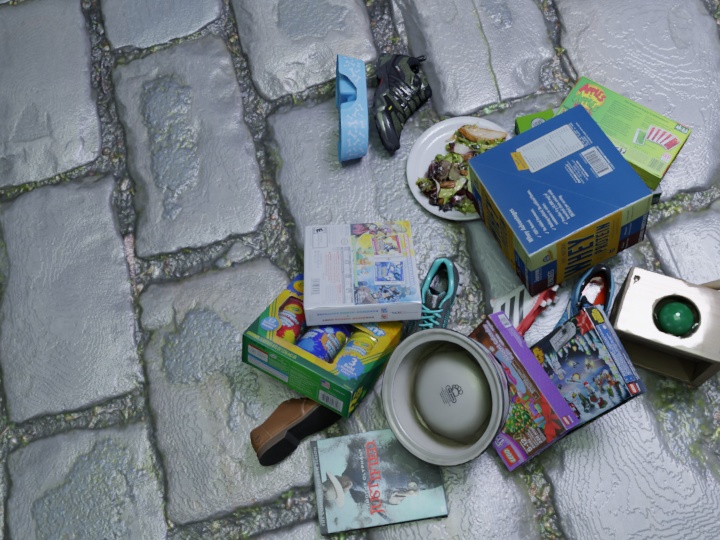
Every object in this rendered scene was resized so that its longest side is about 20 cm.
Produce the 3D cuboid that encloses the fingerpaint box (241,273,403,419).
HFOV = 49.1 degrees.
[{"bbox_3d":[-0.059,0.113,1.247,0.199,0.074,0.167,26,46,17],"label":"fingerpaint box"}]

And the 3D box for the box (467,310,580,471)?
[{"bbox_3d":[0.220,0.182,1.187,0.039,0.137,0.200,-12,60,-41],"label":"box"}]

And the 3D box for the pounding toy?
[{"bbox_3d":[0.469,0.064,1.148,0.183,0.200,0.143,18,74,14],"label":"pounding toy"}]

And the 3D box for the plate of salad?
[{"bbox_3d":[0.178,-0.183,1.365,0.199,0.048,0.201,-3,71,8],"label":"plate of salad"}]

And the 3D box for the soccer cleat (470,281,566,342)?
[{"bbox_3d":[0.255,0.053,1.260,0.085,0.069,0.200,32,79,27],"label":"soccer cleat"}]

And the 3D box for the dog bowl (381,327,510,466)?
[{"bbox_3d":[0.133,0.183,1.169,0.199,0.074,0.201,0,89,34],"label":"dog bowl"}]

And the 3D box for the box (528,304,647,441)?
[{"bbox_3d":[0.306,0.158,1.153,0.040,0.200,0.137,-7,62,-35],"label":"box"}]

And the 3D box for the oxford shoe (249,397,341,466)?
[{"bbox_3d":[-0.090,0.224,1.256,0.199,0.071,0.071,-32,50,-9],"label":"oxford shoe"}]

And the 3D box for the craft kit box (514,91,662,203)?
[{"bbox_3d":[0.382,-0.189,1.338,0.199,0.049,0.198,-13,67,4],"label":"craft kit box"}]

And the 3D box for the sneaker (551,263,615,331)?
[{"bbox_3d":[0.342,0.076,1.223,0.078,0.090,0.201,16,77,15],"label":"sneaker"}]

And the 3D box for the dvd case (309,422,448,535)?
[{"bbox_3d":[0.027,0.322,1.224,0.199,0.022,0.147,-10,69,6],"label":"dvd case"}]

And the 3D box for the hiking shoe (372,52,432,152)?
[{"bbox_3d":[0.077,-0.307,1.410,0.100,0.076,0.201,-3,69,12],"label":"hiking shoe"}]

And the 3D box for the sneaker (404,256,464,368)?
[{"bbox_3d":[0.112,0.066,1.264,0.077,0.091,0.201,10,73,13],"label":"sneaker"}]

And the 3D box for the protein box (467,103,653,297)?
[{"bbox_3d":[0.300,-0.108,1.212,0.199,0.135,0.199,-27,59,-1],"label":"protein box"}]

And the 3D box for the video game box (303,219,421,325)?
[{"bbox_3d":[0.000,0.000,1.276,0.181,0.047,0.201,-5,43,1],"label":"video game box"}]

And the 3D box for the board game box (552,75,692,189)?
[{"bbox_3d":[0.423,-0.228,1.297,0.200,0.048,0.102,33,78,18],"label":"board game box"}]

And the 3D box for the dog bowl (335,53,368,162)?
[{"bbox_3d":[-0.016,-0.290,1.405,0.049,0.112,0.201,-2,70,-5],"label":"dog bowl"}]
